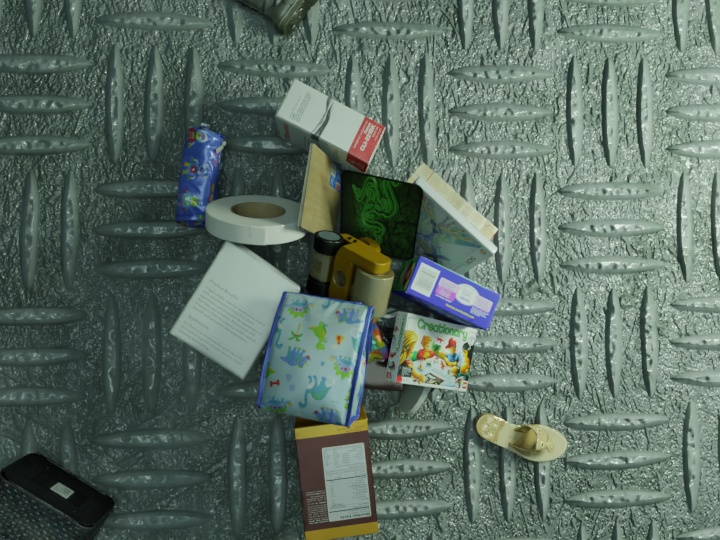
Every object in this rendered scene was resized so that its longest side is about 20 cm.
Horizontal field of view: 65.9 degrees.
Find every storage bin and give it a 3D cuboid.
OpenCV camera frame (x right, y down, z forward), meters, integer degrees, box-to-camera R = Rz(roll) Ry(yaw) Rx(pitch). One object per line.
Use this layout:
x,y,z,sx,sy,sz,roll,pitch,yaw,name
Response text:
-0.591,0.451,1.051,0.198,0.135,0.095,32,87,-3,storage bin

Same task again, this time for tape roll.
-0.196,-0.100,1.064,0.199,0.203,0.038,5,113,-4,tape roll

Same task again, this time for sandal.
0.343,0.355,1.155,0.209,0.070,0.079,18,87,-4,sandal

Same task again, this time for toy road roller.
0.000,0.000,1.066,0.199,0.145,0.125,30,120,35,toy road roller

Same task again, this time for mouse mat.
0.036,-0.103,1.088,0.158,0.202,0.008,13,48,9,mouse mat

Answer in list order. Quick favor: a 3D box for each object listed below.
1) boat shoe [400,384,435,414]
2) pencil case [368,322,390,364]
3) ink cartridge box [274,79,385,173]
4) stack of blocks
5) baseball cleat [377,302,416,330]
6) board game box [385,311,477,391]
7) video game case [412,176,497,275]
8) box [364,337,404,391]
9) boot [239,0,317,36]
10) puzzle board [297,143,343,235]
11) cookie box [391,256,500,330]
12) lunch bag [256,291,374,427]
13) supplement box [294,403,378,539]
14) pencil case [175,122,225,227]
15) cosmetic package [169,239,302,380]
0.152,0.211,1.144,0.063,0.071,0.202,31,86,-26,boat shoe
-0.035,0.168,1.055,0.198,0.088,0.089,-26,90,-1,pencil case
-0.062,-0.275,1.104,0.198,0.144,0.085,26,85,-4,ink cartridge box
0.167,-0.115,1.128,0.200,0.115,0.059,42,76,-2,stack of blocks
0.047,0.106,1.134,0.198,0.070,0.107,29,63,7,baseball cleat
0.140,0.159,1.068,0.198,0.034,0.128,15,83,-37,board game box
0.149,-0.073,1.099,0.200,0.182,0.022,42,64,-2,video game case
-0.006,0.185,1.134,0.197,0.075,0.102,5,88,-6,box
-0.186,-0.610,1.149,0.199,0.073,0.182,39,84,4,boot
-0.076,-0.143,1.077,0.017,0.200,0.153,7,87,14,puzzle board
0.157,0.044,1.085,0.169,0.200,0.076,25,86,-4,cookie box
-0.071,0.146,0.955,0.167,0.127,0.203,8,87,9,lunch bag
-0.048,0.370,1.062,0.131,0.197,0.203,-6,88,-4,supplement box
-0.318,-0.187,1.116,0.086,0.078,0.203,7,89,19,pencil case
-0.230,0.071,1.073,0.164,0.165,0.201,33,87,-3,cosmetic package
